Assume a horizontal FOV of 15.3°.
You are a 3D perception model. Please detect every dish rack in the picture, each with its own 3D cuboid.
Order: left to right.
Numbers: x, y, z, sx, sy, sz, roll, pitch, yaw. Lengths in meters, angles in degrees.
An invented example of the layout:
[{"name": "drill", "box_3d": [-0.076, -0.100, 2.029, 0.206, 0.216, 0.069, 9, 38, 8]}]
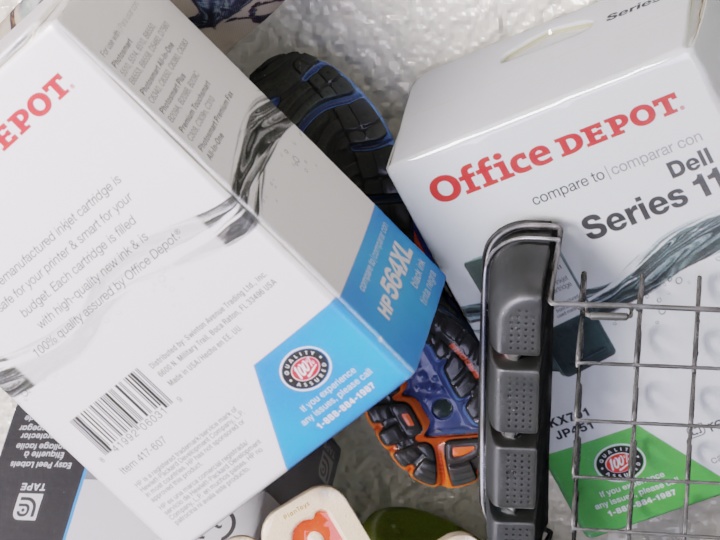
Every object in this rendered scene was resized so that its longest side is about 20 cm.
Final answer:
[{"name": "dish rack", "box_3d": [0.145, 0.063, 1.089, 0.198, 0.055, 0.154, 3, 122, 7]}]

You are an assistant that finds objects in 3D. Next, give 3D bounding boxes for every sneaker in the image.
[{"name": "sneaker", "box_3d": [0.000, 0.000, 1.169, 0.075, 0.078, 0.201, -24, 97, -1]}]

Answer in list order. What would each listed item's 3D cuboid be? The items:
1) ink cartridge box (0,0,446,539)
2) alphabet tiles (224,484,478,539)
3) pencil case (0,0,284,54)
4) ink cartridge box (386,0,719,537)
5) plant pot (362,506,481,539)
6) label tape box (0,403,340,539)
[{"name": "ink cartridge box", "box_3d": [-0.087, -0.008, 1.077, 0.146, 0.084, 0.200, -37, 105, 30]}, {"name": "alphabet tiles", "box_3d": [-0.014, 0.199, 1.121, 0.199, 0.015, 0.196, -31, 99, -2]}, {"name": "pencil case", "box_3d": [-0.103, -0.103, 1.123, 0.200, 0.078, 0.089, -38, 148, 28]}, {"name": "ink cartridge box", "box_3d": [0.119, -0.006, 1.132, 0.146, 0.083, 0.201, -21, 113, 22]}, {"name": "plant pot", "box_3d": [0.002, 0.221, 1.240, 0.200, 0.201, 0.193, 36, 108, -9]}, {"name": "label tape box", "box_3d": [-0.104, 0.149, 1.187, 0.142, 0.201, 0.066, 1, 147, 25]}]
